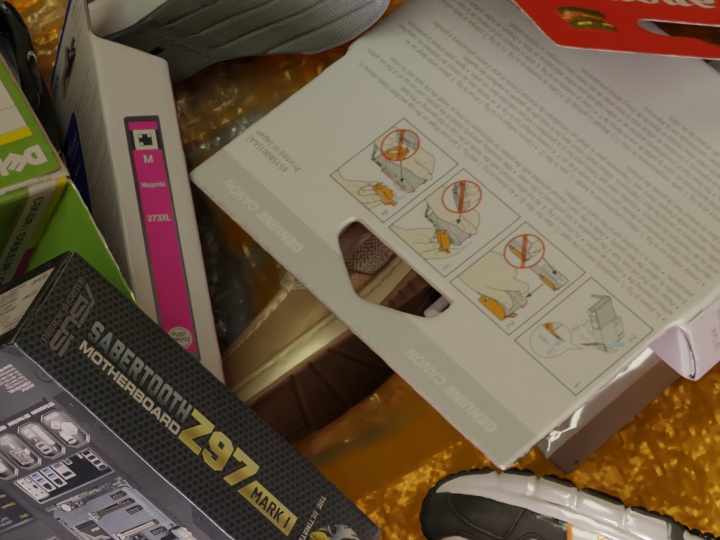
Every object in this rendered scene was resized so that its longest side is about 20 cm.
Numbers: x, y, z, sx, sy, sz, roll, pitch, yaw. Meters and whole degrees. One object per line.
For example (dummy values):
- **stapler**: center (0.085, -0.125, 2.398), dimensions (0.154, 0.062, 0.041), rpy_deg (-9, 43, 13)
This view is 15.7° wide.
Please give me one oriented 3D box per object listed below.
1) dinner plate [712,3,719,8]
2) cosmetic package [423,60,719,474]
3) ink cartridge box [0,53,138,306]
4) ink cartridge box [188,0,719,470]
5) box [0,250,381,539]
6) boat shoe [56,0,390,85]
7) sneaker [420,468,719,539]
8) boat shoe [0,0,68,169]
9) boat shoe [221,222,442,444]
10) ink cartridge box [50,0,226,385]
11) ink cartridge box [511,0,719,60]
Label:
- **dinner plate**: center (0.063, -0.145, 1.037), dimensions (0.200, 0.200, 0.024), rpy_deg (29, 121, 18)
- **cosmetic package**: center (0.129, -0.016, 1.047), dimensions (0.200, 0.051, 0.083), rpy_deg (-42, 73, 3)
- **ink cartridge box**: center (-0.158, 0.011, 0.989), dimensions (0.076, 0.148, 0.200), rpy_deg (-20, 69, -32)
- **ink cartridge box**: center (0.061, -0.026, 0.997), dimensions (0.174, 0.044, 0.200), rpy_deg (-40, 55, -12)
- **box**: center (-0.113, 0.086, 0.954), dimensions (0.200, 0.158, 0.051), rpy_deg (-25, 28, 47)
- **boat shoe**: center (-0.060, -0.125, 1.069), dimensions (0.200, 0.074, 0.067), rpy_deg (-10, 65, 46)
- **sneaker**: center (0.111, 0.133, 1.001), dimensions (0.200, 0.074, 0.080), rpy_deg (19, 86, 18)
- **boat shoe**: center (-0.178, -0.099, 1.101), dimensions (0.074, 0.066, 0.199), rpy_deg (-16, 45, -12)
- **boat shoe**: center (0.000, 0.000, 1.071), dimensions (0.200, 0.071, 0.065), rpy_deg (-40, 67, -7)
- **ink cartridge box**: center (-0.092, -0.013, 1.043), dimensions (0.037, 0.095, 0.200), rpy_deg (-6, 64, -17)
- **ink cartridge box**: center (0.104, -0.146, 0.991), dimensions (0.200, 0.160, 0.047), rpy_deg (56, 137, 49)
